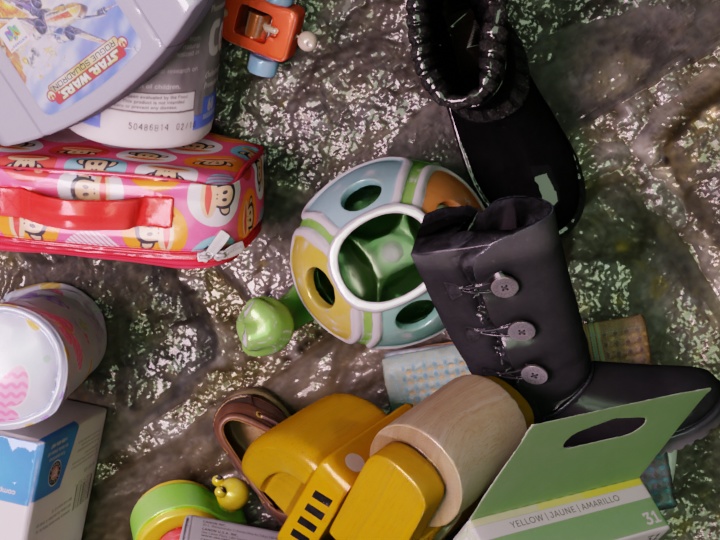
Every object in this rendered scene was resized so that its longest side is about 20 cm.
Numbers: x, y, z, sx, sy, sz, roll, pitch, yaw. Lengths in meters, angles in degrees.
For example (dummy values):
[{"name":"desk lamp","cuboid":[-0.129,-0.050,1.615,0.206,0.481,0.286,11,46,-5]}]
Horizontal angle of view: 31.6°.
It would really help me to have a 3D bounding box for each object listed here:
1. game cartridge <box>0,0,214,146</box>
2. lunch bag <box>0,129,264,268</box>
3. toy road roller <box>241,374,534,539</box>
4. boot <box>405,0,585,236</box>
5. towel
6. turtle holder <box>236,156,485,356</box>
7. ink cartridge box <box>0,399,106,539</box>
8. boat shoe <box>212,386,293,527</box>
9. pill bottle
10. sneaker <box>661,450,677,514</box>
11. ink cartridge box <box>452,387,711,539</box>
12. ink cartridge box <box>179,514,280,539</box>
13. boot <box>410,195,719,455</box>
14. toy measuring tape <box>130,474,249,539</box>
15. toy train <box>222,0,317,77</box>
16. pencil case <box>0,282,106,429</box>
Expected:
[{"name":"game cartridge","cuboid":[-0.193,-0.169,0.831,0.200,0.042,0.133,-29,93,28]},{"name":"lunch bag","cuboid":[-0.173,-0.055,0.905,0.200,0.176,0.082,6,106,5]},{"name":"toy road roller","cuboid":[0.006,0.132,0.850,0.146,0.123,0.200,43,132,18]},{"name":"boot","cuboid":[0.095,-0.114,0.889,0.079,0.158,0.211,-28,91,6]},{"name":"towel","cuboid":[0.121,0.117,0.936,0.200,0.022,0.147,-10,74,15]},{"name":"turtle holder","cuboid":[0.003,-0.011,0.918,0.185,0.132,0.141,-1,94,5]},{"name":"ink cartridge box","cuboid":[-0.266,0.202,0.949,0.084,0.145,0.200,12,94,6]},{"name":"boat shoe","cuboid":[-0.038,0.173,0.966,0.200,0.068,0.072,44,96,1]},{"name":"pill bottle","cuboid":[-0.150,-0.196,0.888,0.114,0.114,0.200,11,115,4]},{"name":"sneaker","cuboid":[0.165,0.174,0.946,0.099,0.071,0.200,18,99,-1]},{"name":"ink cartridge box","cuboid":[0.133,0.159,0.808,0.145,0.200,0.048,-7,55,-30]},{"name":"ink cartridge box","cuboid":[-0.053,0.275,0.961,0.200,0.044,0.174,13,126,-8]},{"name":"boot","cuboid":[0.141,0.035,0.839,0.165,0.066,0.200,-16,118,13]},{"name":"toy measuring tape","cuboid":[-0.170,0.219,0.979,0.200,0.074,0.074,-38,90,10]},{"name":"toy train","cuboid":[-0.082,-0.253,0.936,0.150,0.056,0.200,19,116,13]},{"name":"pencil case","cuboid":[-0.237,0.055,0.912,0.083,0.200,0.091,-41,97,0]}]
